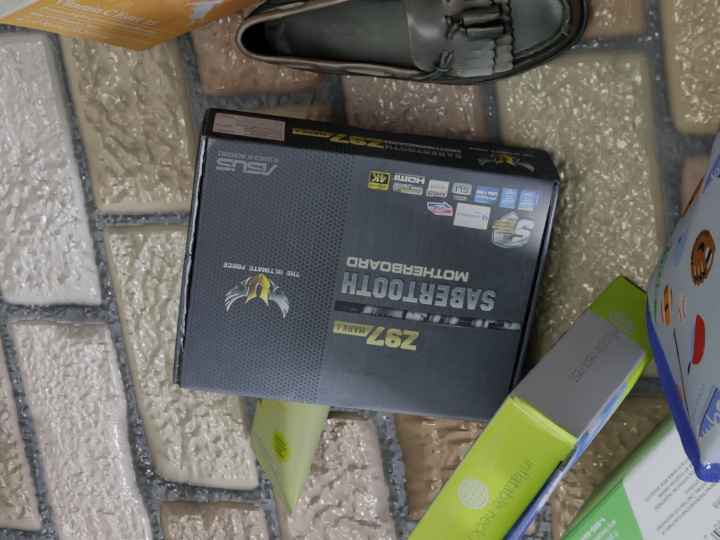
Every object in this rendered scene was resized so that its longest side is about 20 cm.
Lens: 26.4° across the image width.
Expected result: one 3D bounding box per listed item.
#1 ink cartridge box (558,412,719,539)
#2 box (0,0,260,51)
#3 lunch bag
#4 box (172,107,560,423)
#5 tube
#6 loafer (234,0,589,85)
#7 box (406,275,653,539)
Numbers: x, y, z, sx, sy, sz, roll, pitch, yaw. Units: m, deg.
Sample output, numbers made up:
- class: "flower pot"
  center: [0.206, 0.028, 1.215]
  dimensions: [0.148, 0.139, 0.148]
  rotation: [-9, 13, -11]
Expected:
- class: "ink cartridge box"
  center: [0.229, 0.167, 0.844]
  dimensions: [0.200, 0.084, 0.146]
  rotation: [42, 123, 7]
- class: "box"
  center: [-0.095, -0.202, 0.837]
  dimensions: [0.200, 0.124, 0.098]
  rotation: [-17, 80, 32]
- class: "lunch bag"
  center: [0.211, -0.017, 0.729]
  dimensions: [0.124, 0.200, 0.170]
  rotation: [11, 117, -10]
- class: "box"
  center: [0.000, 0.000, 0.872]
  dimensions: [0.200, 0.051, 0.158]
  rotation: [8, 116, -5]
- class: "tube"
  center: [-0.034, 0.054, 0.959]
  dimensions: [0.052, 0.058, 0.200]
  rotation: [21, 119, 8]
- class: "loafer"
  center: [0.024, -0.132, 0.850]
  dimensions: [0.200, 0.063, 0.072]
  rotation: [0, 108, 28]
- class: "box"
  center: [0.095, 0.091, 0.816]
  dimensions: [0.048, 0.200, 0.122]
  rotation: [37, 121, 11]
